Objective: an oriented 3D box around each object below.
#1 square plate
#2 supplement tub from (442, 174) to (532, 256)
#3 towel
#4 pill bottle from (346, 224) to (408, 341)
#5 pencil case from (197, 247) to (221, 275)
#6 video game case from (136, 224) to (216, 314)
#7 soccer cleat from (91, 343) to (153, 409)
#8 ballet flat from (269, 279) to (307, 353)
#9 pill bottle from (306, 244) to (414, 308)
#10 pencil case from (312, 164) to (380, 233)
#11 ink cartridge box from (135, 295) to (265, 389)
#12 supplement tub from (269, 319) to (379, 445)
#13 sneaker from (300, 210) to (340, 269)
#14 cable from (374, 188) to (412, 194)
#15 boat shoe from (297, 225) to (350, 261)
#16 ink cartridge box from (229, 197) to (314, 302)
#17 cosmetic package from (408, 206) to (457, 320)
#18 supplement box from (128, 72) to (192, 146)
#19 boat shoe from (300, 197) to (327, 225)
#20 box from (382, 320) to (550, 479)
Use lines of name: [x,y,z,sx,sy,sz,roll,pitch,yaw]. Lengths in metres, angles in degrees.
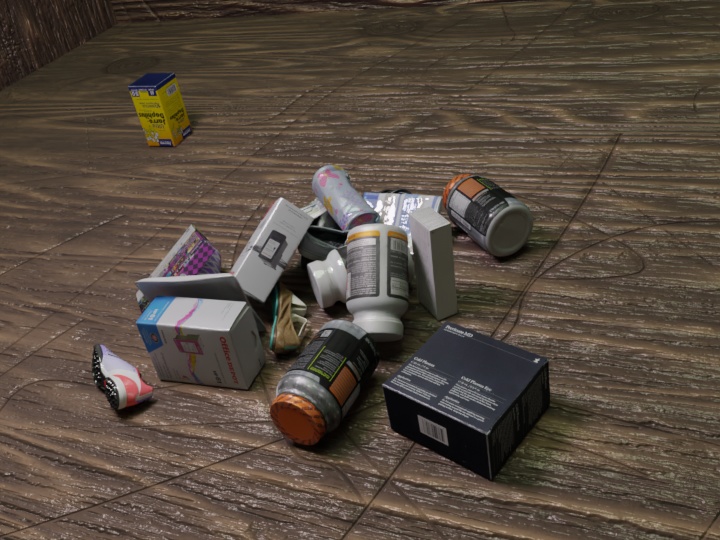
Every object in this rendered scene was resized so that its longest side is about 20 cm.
square plate: [-0.302,0.063,1.449,0.198,0.199,0.029,-4,55,11]
supplement tub: [0.265,-0.125,1.604,0.122,0.123,0.200,-21,35,-14]
towel: [0.079,-0.102,1.656,0.199,0.024,0.148,7,76,28]
pill bottle: [0.031,0.024,1.389,0.115,0.116,0.202,-2,75,13]
pencil case: [-0.347,0.026,1.623,0.083,0.086,0.201,23,31,-16]
video game case: [-0.391,0.005,1.579,0.200,0.036,0.181,-52,25,-2]
soccer cleat: [-0.458,0.198,1.428,0.073,0.069,0.200,-4,22,-34]
ballet flat: [-0.141,0.091,1.485,0.072,0.068,0.201,6,32,-10]
pill bottle: [0.000,0.000,1.520,0.199,0.117,0.117,-20,35,-12]
pencil case: [-0.034,-0.152,1.678,0.090,0.084,0.200,-12,45,-24]
ink cartridge box: [-0.291,0.132,1.389,0.198,0.145,0.085,2,36,19]
supplement tub: [-0.061,0.187,1.263,0.122,0.123,0.200,9,39,28]
sneaker: [-0.069,-0.062,1.687,0.081,0.074,0.201,15,44,7]
cable: [0.044,-0.146,1.775,0.198,0.051,0.164,3,39,22]
boat shoe: [-0.031,-0.050,1.587,0.199,0.072,0.070,11,47,-12]
ink cartridge box: [-0.189,-0.038,1.537,0.201,0.083,0.145,-60,12,-7]
cosmetic package: [0.140,-0.012,1.421,0.050,0.201,0.083,-19,34,-15]
supplement box: [-0.622,-0.501,2.349,0.108,0.201,0.110,5,37,24]
boat shoe: [-0.130,-0.131,1.766,0.201,0.074,0.065,-29,79,-11]
box: [0.170,0.198,1.195,0.199,0.105,0.182,20,46,37]
